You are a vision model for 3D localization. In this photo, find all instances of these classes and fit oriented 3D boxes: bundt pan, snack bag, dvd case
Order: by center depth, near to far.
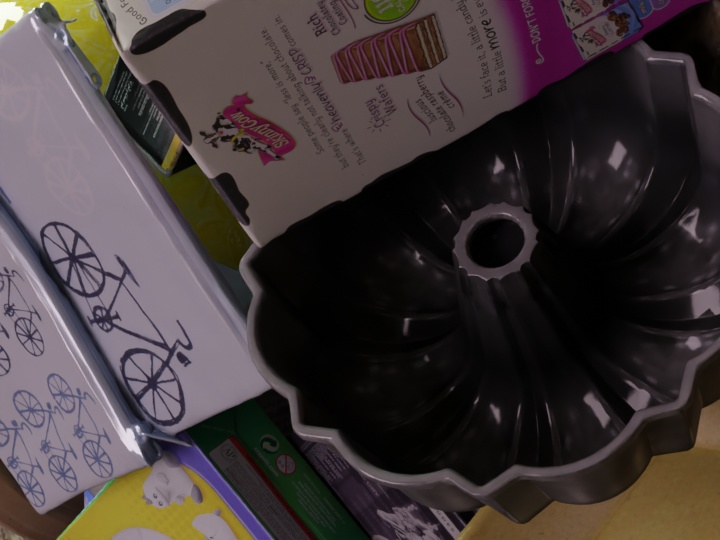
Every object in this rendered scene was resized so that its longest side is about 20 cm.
[{"bbox_3d":[0.060,0.007,0.918,0.202,0.202,0.076,51,176,34],"label":"bundt pan"},{"bbox_3d":[-0.134,0.003,1.026,0.200,0.021,0.189,-25,100,47],"label":"snack bag"},{"bbox_3d":[0.022,0.123,1.058,0.149,0.016,0.200,51,159,5],"label":"dvd case"}]

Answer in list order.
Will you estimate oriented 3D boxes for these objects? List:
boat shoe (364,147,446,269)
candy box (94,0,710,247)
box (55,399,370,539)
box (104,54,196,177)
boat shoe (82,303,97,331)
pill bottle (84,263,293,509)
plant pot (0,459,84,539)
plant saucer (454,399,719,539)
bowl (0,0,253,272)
[{"bbox_3d":[0.000,0.000,1.020,0.072,0.076,0.201,15,116,51],"label":"boat shoe"},{"bbox_3d":[0.017,-0.107,0.872,0.061,0.199,0.136,63,-177,35],"label":"candy box"},{"bbox_3d":[-0.081,0.145,1.121,0.117,0.048,0.200,50,138,5],"label":"box"},{"bbox_3d":[-0.008,-0.142,0.968,0.049,0.159,0.200,45,136,16],"label":"box"},{"bbox_3d":[-0.157,-0.007,1.119,0.202,0.086,0.075,28,105,50],"label":"boat shoe"},{"bbox_3d":[-0.081,0.088,1.208,0.114,0.113,0.201,29,123,49],"label":"pill bottle"},{"bbox_3d":[-0.161,0.036,1.287,0.092,0.201,0.201,-28,74,19],"label":"plant pot"},{"bbox_3d":[0.113,0.115,0.890,0.048,0.200,0.200,51,156,-25],"label":"plant saucer"},{"bbox_3d":[-0.097,-0.085,1.110,0.200,0.200,0.108,31,95,48],"label":"bowl"}]
